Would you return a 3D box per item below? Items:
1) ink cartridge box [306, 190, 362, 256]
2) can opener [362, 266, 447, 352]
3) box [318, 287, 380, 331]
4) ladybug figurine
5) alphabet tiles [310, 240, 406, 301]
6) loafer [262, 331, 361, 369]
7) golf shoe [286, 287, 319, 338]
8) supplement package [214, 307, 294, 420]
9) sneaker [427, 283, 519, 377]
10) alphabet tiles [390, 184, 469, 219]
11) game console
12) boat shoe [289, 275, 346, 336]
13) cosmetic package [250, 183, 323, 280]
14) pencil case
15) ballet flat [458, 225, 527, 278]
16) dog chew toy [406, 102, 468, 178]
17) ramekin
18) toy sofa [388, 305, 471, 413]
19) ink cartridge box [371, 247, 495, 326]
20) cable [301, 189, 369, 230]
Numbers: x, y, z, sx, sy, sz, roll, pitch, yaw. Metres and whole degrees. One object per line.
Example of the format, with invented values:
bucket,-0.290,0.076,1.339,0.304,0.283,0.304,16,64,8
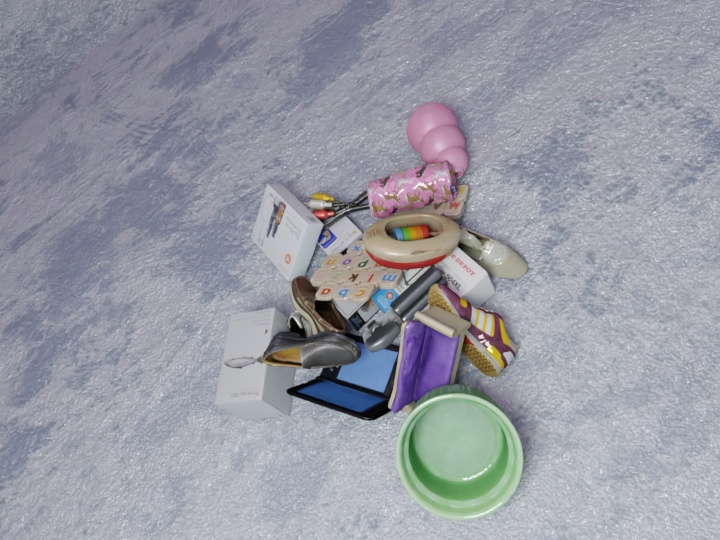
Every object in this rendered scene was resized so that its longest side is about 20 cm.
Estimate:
ink cartridge box,-0.078,-0.106,1.392,0.094,0.037,0.200,-41,53,-3
can opener,0.086,0.079,1.075,0.200,0.053,0.066,-45,36,-6
box,0.021,0.018,1.245,0.200,0.060,0.116,-43,52,-7
ladybug figurine,0.096,-0.052,1.112,0.197,0.073,0.137,-6,38,-7
alphabet tiles,0.000,0.000,1.172,0.197,0.015,0.196,1,37,29
loafer,-0.095,0.164,1.108,0.197,0.074,0.072,-4,24,25
golf shoe,-0.118,0.104,1.242,0.077,0.097,0.202,-18,52,17
supplement package,-0.213,0.198,1.216,0.115,0.118,0.203,-9,57,20
sneaker,0.206,0.093,1.057,0.090,0.075,0.201,-39,93,-26
alphabet tiles,0.141,-0.154,1.300,0.197,0.015,0.197,2,49,28
game console,-0.012,0.198,1.117,0.198,0.117,0.178,10,65,31
boat shoe,-0.082,0.074,1.194,0.203,0.074,0.075,54,132,33
cosmetic package,-0.180,-0.094,1.378,0.200,0.051,0.152,43,123,39
pencil case,0.111,-0.174,1.260,0.197,0.083,0.088,-12,63,16
ballet flat,0.245,-0.045,1.174,0.199,0.070,0.070,28,75,36
dog chew toy,0.184,-0.290,1.327,0.123,0.125,0.202,-27,58,8
ramekin,0.158,0.285,0.937,0.197,0.098,0.204,1,95,9
toy sofa,0.120,0.173,1.012,0.082,0.203,0.097,26,30,35
ink cartridge box,0.145,0.047,1.153,0.200,0.084,0.146,-42,51,-2
cable,-0.045,-0.149,1.351,0.197,0.050,0.098,-8,58,23
